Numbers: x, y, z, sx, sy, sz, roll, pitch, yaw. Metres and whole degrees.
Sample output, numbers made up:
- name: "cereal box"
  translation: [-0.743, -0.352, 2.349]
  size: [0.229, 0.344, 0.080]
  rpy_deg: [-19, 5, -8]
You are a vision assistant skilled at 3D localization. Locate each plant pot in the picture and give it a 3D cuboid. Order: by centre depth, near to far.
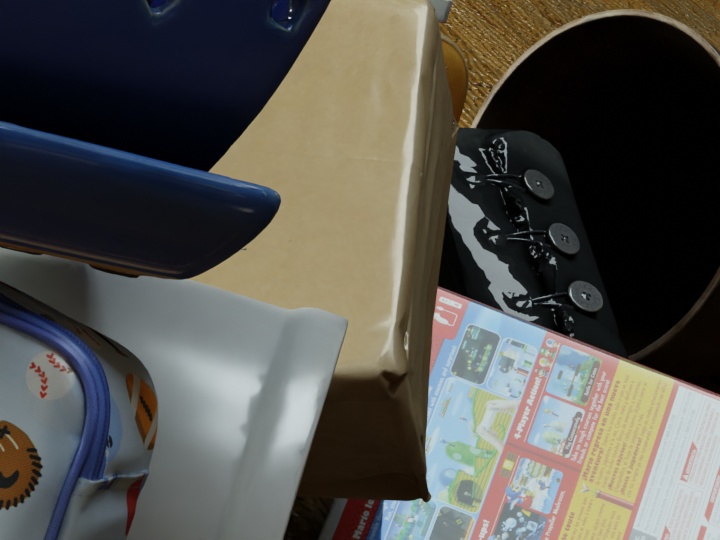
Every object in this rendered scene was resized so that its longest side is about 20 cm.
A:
- name: "plant pot"
  translation: [-0.117, -0.100, 0.863]
  size: [0.199, 0.181, 0.200]
  rpy_deg: [12, -2, -25]
- name: "plant pot"
  translation: [0.179, -0.019, 1.495]
  size: [0.199, 0.188, 0.187]
  rpy_deg: [18, 15, -47]

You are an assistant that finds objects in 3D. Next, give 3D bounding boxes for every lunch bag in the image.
- name: "lunch bag"
  translation: [-0.160, 0.089, 0.854]
  size: [0.159, 0.201, 0.076]
  rpy_deg: [23, 2, 11]

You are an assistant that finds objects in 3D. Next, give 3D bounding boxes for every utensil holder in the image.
- name: "utensil holder"
  translation: [-0.122, 0.069, 0.972]
  size: [0.199, 0.171, 0.170]
  rpy_deg: [17, 20, -1]

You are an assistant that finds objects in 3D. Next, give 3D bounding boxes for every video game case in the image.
- name: "video game case"
  translation: [0.096, 0.098, 1.198]
  size: [0.199, 0.017, 0.144]
  rpy_deg: [21, 57, 4]

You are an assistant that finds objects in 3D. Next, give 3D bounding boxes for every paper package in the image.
- name: "paper package"
  translation: [-0.066, -0.014, 1.132]
  size: [0.199, 0.104, 0.192]
  rpy_deg: [1, 57, 9]

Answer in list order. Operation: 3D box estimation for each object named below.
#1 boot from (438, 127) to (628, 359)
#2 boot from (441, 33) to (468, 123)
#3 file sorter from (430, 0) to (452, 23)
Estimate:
- name: "boot"
  translation: [0.109, 0.026, 1.338]
  size: [0.164, 0.066, 0.201]
  rpy_deg: [18, 34, -37]
- name: "boot"
  translation: [-0.001, 0.000, 1.226]
  size: [0.071, 0.202, 0.144]
  rpy_deg: [32, 8, -24]
- name: "file sorter"
  translation: [-0.075, -0.121, 1.542]
  size: [0.199, 0.125, 0.139]
  rpy_deg: [14, 9, -15]
